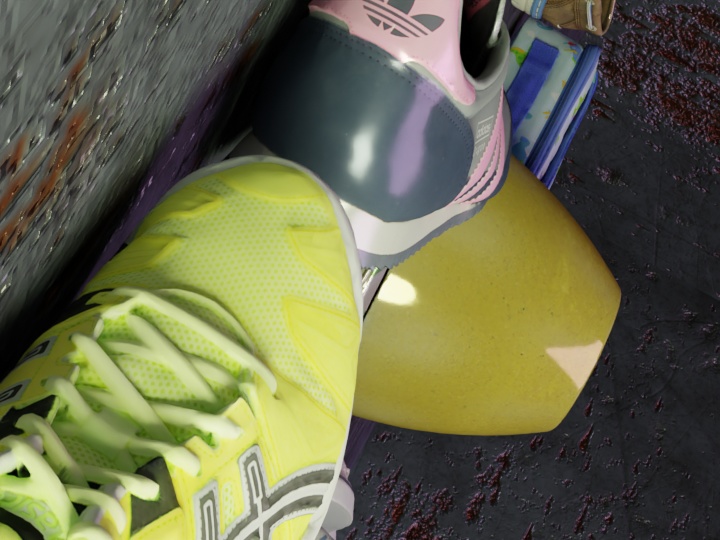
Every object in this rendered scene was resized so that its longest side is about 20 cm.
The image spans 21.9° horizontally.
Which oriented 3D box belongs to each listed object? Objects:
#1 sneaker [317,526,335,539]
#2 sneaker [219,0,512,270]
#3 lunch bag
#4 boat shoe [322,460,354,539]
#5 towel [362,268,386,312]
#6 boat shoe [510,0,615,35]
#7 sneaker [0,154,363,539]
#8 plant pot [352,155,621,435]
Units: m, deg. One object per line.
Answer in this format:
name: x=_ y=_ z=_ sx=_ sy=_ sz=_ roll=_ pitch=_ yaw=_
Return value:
sneaker: x=-0.073 y=0.181 z=0.848 sx=0.201 sy=0.087 sz=0.075 roll=-58 pitch=177 yaw=-28
sneaker: x=0.023 y=-0.061 z=0.548 sx=0.082 sy=0.070 sz=0.200 roll=-60 pitch=178 yaw=18
lunch bag: x=0.104 y=-0.080 z=1.375 sx=0.201 sy=0.082 sz=0.161 roll=-60 pitch=173 yaw=-38
boat shoe: x=-0.038 y=0.137 z=1.214 sx=0.200 sy=0.070 sz=0.070 roll=89 pitch=2 yaw=-74
towel: x=0.000 y=0.000 z=1.012 sx=0.201 sy=0.023 sz=0.153 roll=-64 pitch=177 yaw=4
boat shoe: x=0.151 y=-0.213 z=1.107 sx=0.073 sy=0.072 sz=0.200 roll=-60 pitch=176 yaw=-26
sneaker: x=-0.050 y=0.051 z=0.359 sx=0.201 sy=0.075 sz=0.077 roll=-61 pitch=177 yaw=-32
plant pot: x=0.079 y=0.025 z=1.173 sx=0.201 sy=0.141 sz=0.200 roll=-63 pitch=-178 yaw=3
